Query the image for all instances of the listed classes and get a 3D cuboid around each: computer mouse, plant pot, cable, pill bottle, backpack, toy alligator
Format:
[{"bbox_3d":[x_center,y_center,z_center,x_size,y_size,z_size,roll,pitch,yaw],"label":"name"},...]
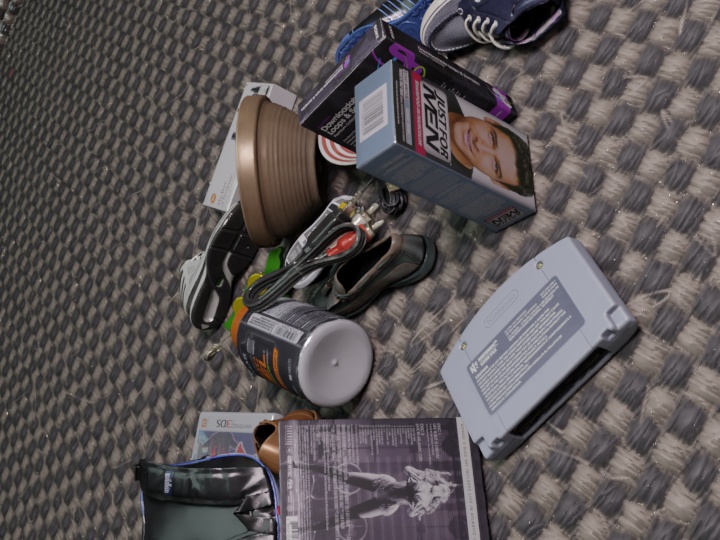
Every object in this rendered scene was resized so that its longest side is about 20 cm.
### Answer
[{"bbox_3d":[-0.020,-0.055,1.240,0.200,0.044,0.110,-48,46,18],"label":"computer mouse"},{"bbox_3d":[-0.096,-0.131,1.292,0.092,0.201,0.202,-3,65,8],"label":"plant pot"},{"bbox_3d":[-0.052,-0.007,1.169,0.200,0.050,0.097,-46,39,10],"label":"cable"},{"bbox_3d":[-0.081,0.090,1.193,0.200,0.106,0.107,16,86,54],"label":"pill bottle"},{"bbox_3d":[-0.151,0.302,1.131,0.190,0.154,0.201,-19,68,28],"label":"backpack"},{"bbox_3d":[-0.143,0.059,1.332,0.054,0.059,0.200,37,107,10],"label":"toy alligator"}]

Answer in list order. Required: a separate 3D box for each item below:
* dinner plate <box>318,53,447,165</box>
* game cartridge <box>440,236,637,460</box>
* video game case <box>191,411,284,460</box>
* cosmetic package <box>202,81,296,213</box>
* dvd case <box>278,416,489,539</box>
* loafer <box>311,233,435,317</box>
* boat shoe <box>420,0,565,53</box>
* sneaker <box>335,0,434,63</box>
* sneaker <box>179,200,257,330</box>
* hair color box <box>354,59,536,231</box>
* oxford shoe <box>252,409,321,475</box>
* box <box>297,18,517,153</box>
[{"bbox_3d":[0.030,-0.208,1.232,0.200,0.024,0.201,-27,43,28],"label":"dinner plate"},{"bbox_3d":[0.164,0.071,0.951,0.200,0.041,0.133,-50,37,25],"label":"game cartridge"},{"bbox_3d":[-0.176,0.285,1.289,0.182,0.023,0.201,-9,67,50],"label":"video game case"},{"bbox_3d":[-0.168,-0.180,1.475,0.082,0.050,0.201,17,87,54],"label":"cosmetic package"},{"bbox_3d":[0.021,0.215,0.951,0.016,0.199,0.149,101,167,-60],"label":"dvd case"},{"bbox_3d":[0.000,0.000,1.167,0.200,0.063,0.072,-28,53,41],"label":"loafer"},{"bbox_3d":[0.144,-0.282,1.107,0.200,0.075,0.093,-29,45,40],"label":"boat shoe"},{"bbox_3d":[0.058,-0.313,1.231,0.199,0.070,0.078,-24,28,29],"label":"sneaker"},{"bbox_3d":[-0.219,-0.025,1.445,0.115,0.075,0.201,38,106,50],"label":"sneaker"},{"bbox_3d":[0.088,-0.122,0.999,0.061,0.199,0.099,-28,53,42],"label":"hair color box"},{"bbox_3d":[-0.087,0.188,1.129,0.200,0.071,0.072,178,116,-85],"label":"oxford shoe"},{"bbox_3d":[0.051,-0.174,1.071,0.143,0.199,0.036,-40,45,33],"label":"box"}]
